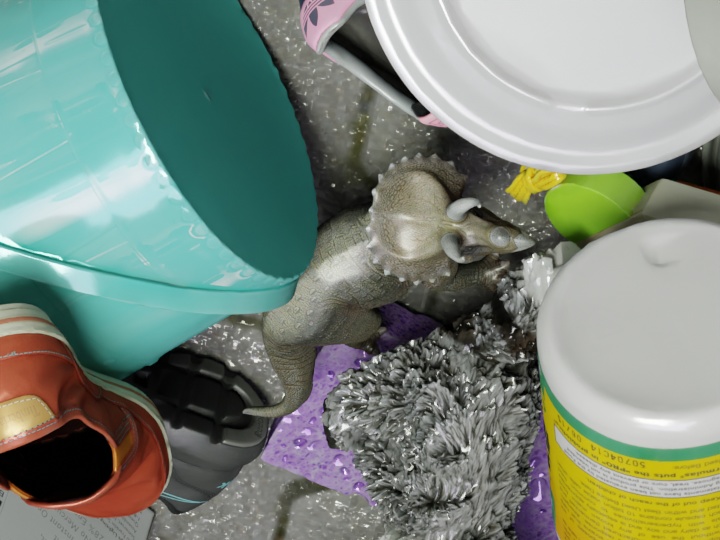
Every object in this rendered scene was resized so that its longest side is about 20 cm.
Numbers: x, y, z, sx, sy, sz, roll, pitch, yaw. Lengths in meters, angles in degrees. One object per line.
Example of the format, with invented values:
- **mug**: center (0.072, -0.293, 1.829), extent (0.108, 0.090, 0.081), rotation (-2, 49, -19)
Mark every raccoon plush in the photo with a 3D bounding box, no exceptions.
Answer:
- **raccoon plush**: center (0.054, 0.092, 1.248), extent (0.097, 0.134, 0.200), rotation (-12, 159, -24)

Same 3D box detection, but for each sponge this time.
- **sponge**: center (0.061, 0.090, 1.382), extent (0.200, 0.030, 0.112), rotation (24, 128, -8)

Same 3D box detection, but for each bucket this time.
- **bucket**: center (-0.119, -0.048, 1.203), extent (0.135, 0.207, 0.207), rotation (-25, 120, 21)

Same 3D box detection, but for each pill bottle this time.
- **pill bottle**: center (0.137, 0.079, 1.197), extent (0.113, 0.113, 0.200), rotation (2, 143, 9)

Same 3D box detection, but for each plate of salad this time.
- **plate of salad**: center (0.097, -0.141, 1.163), extent (0.200, 0.048, 0.200), rotation (-1, 103, -4)

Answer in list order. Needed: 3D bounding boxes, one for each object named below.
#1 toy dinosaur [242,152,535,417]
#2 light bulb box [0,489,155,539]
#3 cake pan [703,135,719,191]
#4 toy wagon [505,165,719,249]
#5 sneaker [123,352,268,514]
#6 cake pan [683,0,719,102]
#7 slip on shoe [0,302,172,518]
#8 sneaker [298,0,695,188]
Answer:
- **toy dinosaur**: center (0.000, 0.000, 1.264), extent (0.200, 0.077, 0.102), rotation (-29, 159, 31)
- **light bulb box**: center (-0.227, 0.149, 1.374), extent (0.125, 0.200, 0.198), rotation (-30, 117, 29)
- **cake pan**: center (0.253, -0.035, 1.232), extent (0.200, 0.037, 0.201), rotation (5, 129, 7)
- **toy wagon**: center (0.152, 0.010, 1.234), extent (0.200, 0.040, 0.155), rotation (42, 149, -12)
- **sneaker**: center (-0.148, 0.064, 1.373), extent (0.200, 0.075, 0.079), rotation (27, 130, -10)
- **cake pan**: center (0.188, -0.138, 1.088), extent (0.037, 0.200, 0.201), rotation (14, 136, 37)
- **slip on shoe**: center (-0.125, 0.074, 1.149), extent (0.074, 0.061, 0.200), rotation (-21, 158, 3)
- **sneaker**: center (0.058, -0.078, 1.216), extent (0.200, 0.082, 0.070), rotation (27, 128, -11)
